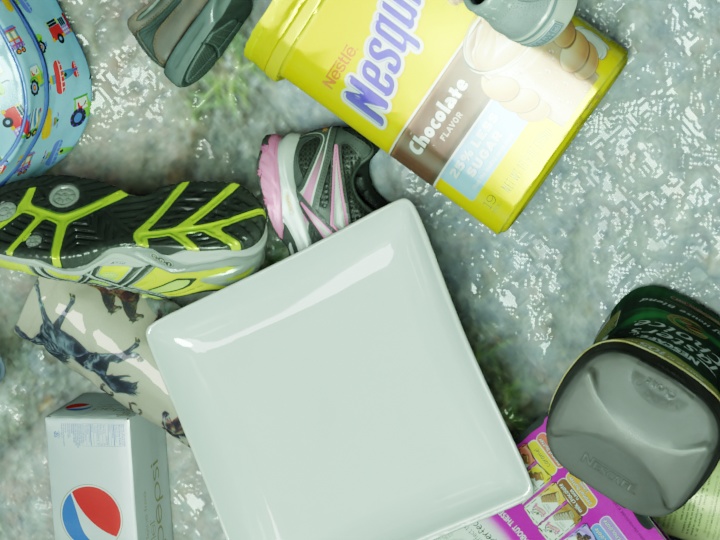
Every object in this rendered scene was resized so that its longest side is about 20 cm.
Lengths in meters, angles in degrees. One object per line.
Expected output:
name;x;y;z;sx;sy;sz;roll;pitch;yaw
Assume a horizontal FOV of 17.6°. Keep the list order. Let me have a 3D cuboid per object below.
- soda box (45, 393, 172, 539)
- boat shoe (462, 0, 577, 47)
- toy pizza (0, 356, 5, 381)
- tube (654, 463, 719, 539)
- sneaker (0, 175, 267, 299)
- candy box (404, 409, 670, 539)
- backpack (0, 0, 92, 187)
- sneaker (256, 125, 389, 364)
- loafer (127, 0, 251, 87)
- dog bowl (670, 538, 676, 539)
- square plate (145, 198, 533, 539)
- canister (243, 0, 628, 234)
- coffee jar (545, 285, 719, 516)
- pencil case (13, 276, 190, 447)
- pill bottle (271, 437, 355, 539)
soda box;-0.168;0.189;1.589;0.063;0.068;0.202;1;101;16
boat shoe;0.079;-0.228;1.380;0.070;0.071;0.202;-33;52;37
toy pizza;-0.333;0.035;1.559;0.199;0.200;0.032;7;67;14
tube;0.218;0.146;1.484;0.198;0.052;0.058;13;137;11
sneaker;-0.158;-0.011;1.497;0.198;0.076;0.077;4;142;8
candy box;0.089;0.198;1.412;0.200;0.061;0.137;-40;46;3
backpack;-0.287;-0.116;1.526;0.199;0.135;0.184;-25;95;16
sneaker;0.000;0.000;1.498;0.086;0.080;0.201;-16;100;13
loafer;-0.083;-0.211;1.482;0.063;0.072;0.200;40;111;11
dog bowl;0.172;0.276;1.506;0.198;0.079;0.202;3;102;15
square plate;-0.014;0.086;1.446;0.197;0.028;0.201;-26;79;16
canister;0.049;-0.136;1.449;0.199;0.087;0.149;36;104;4
coffee jar;0.177;0.076;1.397;0.104;0.200;0.086;32;108;7
pencil case;-0.136;0.052;1.548;0.199;0.090;0.078;31;136;8
pill bottle;-0.024;0.200;1.526;0.111;0.112;0.202;12;107;13
